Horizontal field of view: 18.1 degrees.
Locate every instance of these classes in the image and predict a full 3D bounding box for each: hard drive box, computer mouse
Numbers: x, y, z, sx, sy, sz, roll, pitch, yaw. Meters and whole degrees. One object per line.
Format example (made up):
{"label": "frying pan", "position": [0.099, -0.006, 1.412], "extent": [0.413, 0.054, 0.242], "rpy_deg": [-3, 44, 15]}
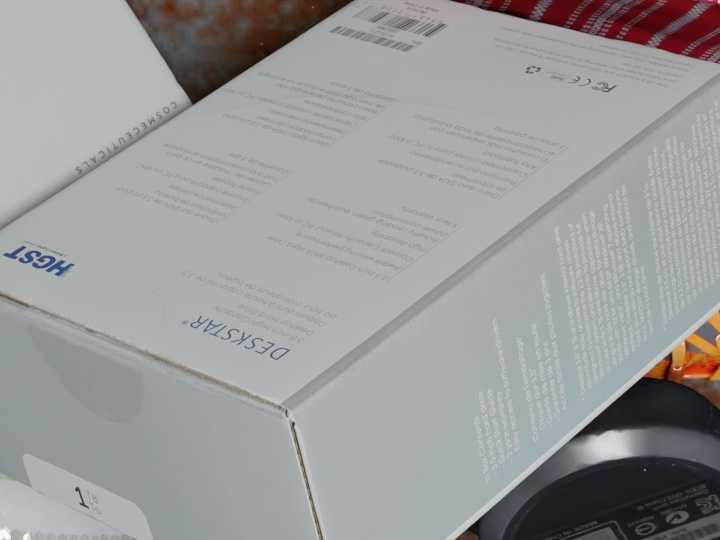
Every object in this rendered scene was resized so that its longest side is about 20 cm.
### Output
{"label": "hard drive box", "position": [0.000, 0.000, 0.684], "extent": [0.200, 0.156, 0.077], "rpy_deg": [-35, 127, -33]}
{"label": "computer mouse", "position": [0.089, 0.090, 0.746], "extent": [0.138, 0.200, 0.053], "rpy_deg": [-17, 52, 8]}

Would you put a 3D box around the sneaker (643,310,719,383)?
{"label": "sneaker", "position": [0.142, 0.025, 0.776], "extent": [0.199, 0.078, 0.112], "rpy_deg": [-22, 76, -3]}

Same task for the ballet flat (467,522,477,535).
{"label": "ballet flat", "position": [0.110, 0.080, 0.813], "extent": [0.199, 0.067, 0.057], "rpy_deg": [13, 50, -7]}

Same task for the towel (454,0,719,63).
{"label": "towel", "position": [0.096, -0.086, 0.741], "extent": [0.199, 0.145, 0.023], "rpy_deg": [16, 87, -6]}

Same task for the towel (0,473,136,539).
{"label": "towel", "position": [-0.087, 0.132, 0.778], "extent": [0.149, 0.031, 0.201], "rpy_deg": [5, 98, -23]}

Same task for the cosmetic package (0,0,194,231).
{"label": "cosmetic package", "position": [-0.152, -0.089, 0.731], "extent": [0.108, 0.085, 0.200], "rpy_deg": [-39, 98, -32]}
